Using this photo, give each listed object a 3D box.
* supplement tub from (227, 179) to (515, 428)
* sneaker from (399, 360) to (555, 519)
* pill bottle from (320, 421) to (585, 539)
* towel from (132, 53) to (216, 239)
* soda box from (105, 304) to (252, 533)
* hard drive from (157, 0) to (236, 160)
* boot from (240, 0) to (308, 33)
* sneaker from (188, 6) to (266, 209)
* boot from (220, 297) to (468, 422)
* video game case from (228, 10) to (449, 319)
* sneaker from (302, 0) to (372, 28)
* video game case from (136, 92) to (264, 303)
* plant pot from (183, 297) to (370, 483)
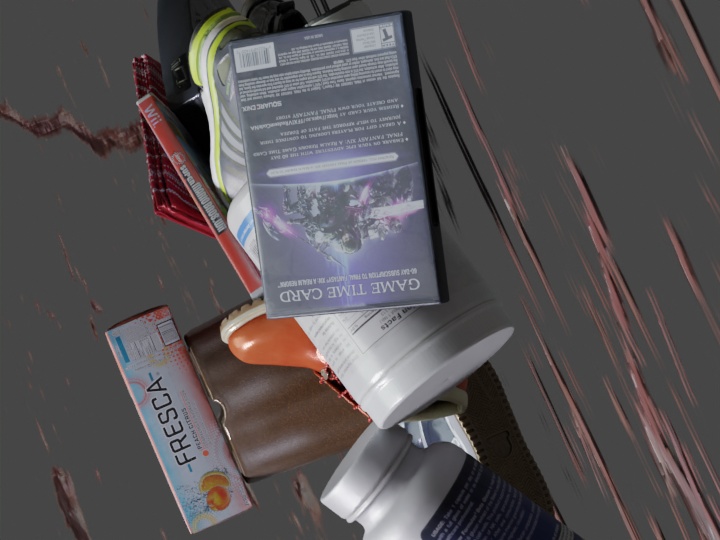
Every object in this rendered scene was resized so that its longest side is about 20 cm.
[{"bbox_3d":[0.006,0.001,1.441,0.200,0.132,0.132,53,170,11],"label":"supplement tub"},{"bbox_3d":[0.090,0.171,1.601,0.108,0.070,0.201,-33,73,57],"label":"sneaker"},{"bbox_3d":[0.073,0.199,1.474,0.200,0.111,0.111,37,174,-3],"label":"pill bottle"},{"bbox_3d":[-0.133,-0.100,1.745,0.144,0.022,0.200,24,-143,-36],"label":"towel"},{"bbox_3d":[-0.165,0.132,1.759,0.068,0.063,0.200,170,78,-83],"label":"soda box"},{"bbox_3d":[-0.128,-0.173,1.676,0.135,0.042,0.200,54,-160,-43],"label":"hard drive"},{"bbox_3d":[-0.060,-0.161,1.788,0.174,0.069,0.200,-129,20,-68],"label":"boot"},{"bbox_3d":[-0.075,-0.103,1.512,0.081,0.074,0.200,31,147,46],"label":"sneaker"},{"bbox_3d":[-0.010,0.069,1.516,0.075,0.199,0.108,91,177,-65],"label":"boot"},{"bbox_3d":[-0.016,-0.071,1.358,0.019,0.143,0.201,-16,-81,-60],"label":"video game case"},{"bbox_3d":[-0.010,-0.132,1.513,0.079,0.074,0.200,59,171,15],"label":"sneaker"},{"bbox_3d":[-0.109,-0.044,1.607,0.200,0.017,0.143,58,-175,19],"label":"video game case"},{"bbox_3d":[-0.044,0.089,1.784,0.200,0.198,0.201,156,90,-84],"label":"plant pot"}]
